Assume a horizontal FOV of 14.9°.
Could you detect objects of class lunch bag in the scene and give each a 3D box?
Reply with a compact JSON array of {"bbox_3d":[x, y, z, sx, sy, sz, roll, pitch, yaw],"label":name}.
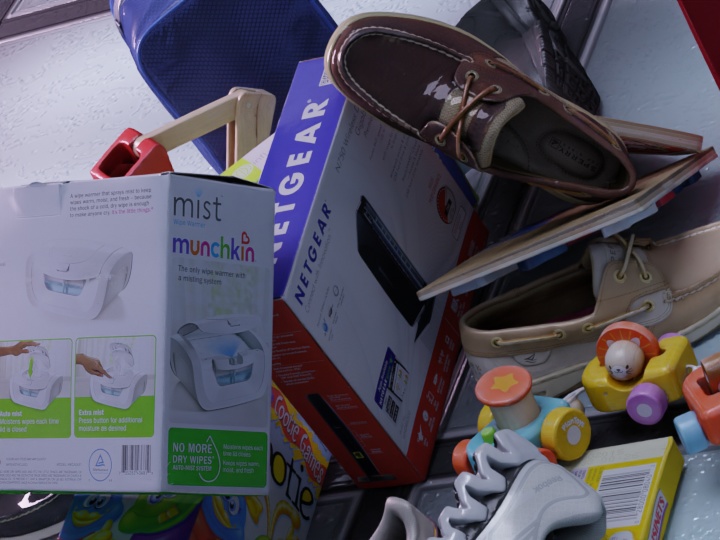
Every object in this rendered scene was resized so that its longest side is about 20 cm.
[{"bbox_3d":[-0.092,-0.166,2.000,0.136,0.200,0.132,-36,28,1],"label":"lunch bag"}]

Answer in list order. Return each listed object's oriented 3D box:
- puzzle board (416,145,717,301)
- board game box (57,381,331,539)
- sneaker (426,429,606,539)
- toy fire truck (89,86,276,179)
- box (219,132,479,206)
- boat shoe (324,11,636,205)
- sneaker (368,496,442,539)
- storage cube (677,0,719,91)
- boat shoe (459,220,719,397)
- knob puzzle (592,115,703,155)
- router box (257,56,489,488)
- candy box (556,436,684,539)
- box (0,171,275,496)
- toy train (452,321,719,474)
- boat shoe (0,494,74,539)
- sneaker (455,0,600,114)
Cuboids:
[{"bbox_3d":[0.132,-0.027,1.692,0.150,0.017,0.200,-24,2,23],"label":"puzzle board"},{"bbox_3d":[-0.102,0.153,1.638,0.103,0.105,0.200,-15,35,25],"label":"board game box"},{"bbox_3d":[0.057,0.180,1.444,0.081,0.075,0.200,27,71,20],"label":"sneaker"},{"bbox_3d":[-0.074,-0.076,1.909,0.200,0.141,0.049,-40,32,-14],"label":"toy fire truck"},{"bbox_3d":[-0.013,-0.051,1.837,0.200,0.122,0.048,-38,31,-10],"label":"box"},{"bbox_3d":[0.074,-0.093,1.617,0.072,0.199,0.072,-61,11,5],"label":"boat shoe"},{"bbox_3d":[-0.022,0.213,1.495,0.075,0.090,0.200,8,48,47],"label":"sneaker"},{"bbox_3d":[0.304,-0.180,1.690,0.199,0.180,0.171,-15,34,24],"label":"storage cube"},{"bbox_3d":[0.152,0.015,1.649,0.199,0.069,0.074,-27,30,6],"label":"boat shoe"},{"bbox_3d":[0.123,-0.081,1.750,0.219,0.219,0.031,7,88,46],"label":"knob puzzle"},{"bbox_3d":[0.000,0.000,1.668,0.049,0.180,0.201,-9,47,30],"label":"router box"},{"bbox_3d":[0.110,0.173,1.500,0.102,0.026,0.200,-14,34,31],"label":"candy box"},{"bbox_3d":[-0.153,0.039,1.561,0.199,0.096,0.177,-4,82,40],"label":"box"},{"bbox_3d":[0.138,0.076,1.540,0.199,0.056,0.150,-22,21,5],"label":"toy train"},{"bbox_3d":[-0.172,0.111,1.801,0.199,0.068,0.072,-30,32,5],"label":"boat shoe"},{"bbox_3d":[0.107,-0.137,1.922,0.091,0.076,0.200,-37,23,9],"label":"sneaker"}]
